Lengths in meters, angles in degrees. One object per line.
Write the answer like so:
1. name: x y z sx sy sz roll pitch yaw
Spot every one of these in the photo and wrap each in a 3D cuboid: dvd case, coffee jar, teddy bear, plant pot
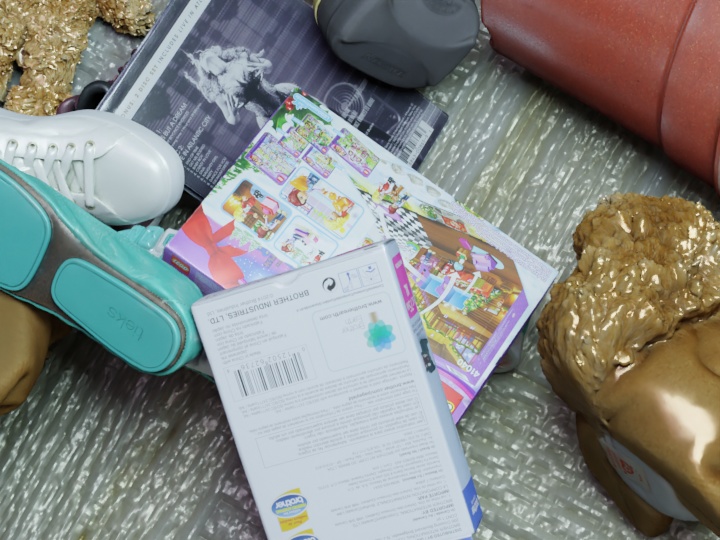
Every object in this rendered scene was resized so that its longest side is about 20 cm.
1. dvd case: -0.055 -0.099 1.057 0.200 0.016 0.149 36 75 -18
2. coffee jar: 0.006 -0.213 1.077 0.085 0.104 0.201 -44 46 27
3. teddy bear: -0.223 -0.193 1.151 0.145 0.067 0.200 35 78 17
4. plant pot: 0.195 -0.170 1.020 0.195 0.201 0.201 30 76 26

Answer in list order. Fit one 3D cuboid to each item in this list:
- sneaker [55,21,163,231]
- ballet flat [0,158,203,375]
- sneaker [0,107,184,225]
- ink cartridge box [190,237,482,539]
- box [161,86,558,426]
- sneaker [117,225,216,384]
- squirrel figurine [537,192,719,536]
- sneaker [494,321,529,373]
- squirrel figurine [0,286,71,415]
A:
1. sneaker: -0.144 -0.118 1.081 0.075 0.116 0.201 14 72 17
2. ballet flat: -0.171 -0.008 0.946 0.200 0.070 0.068 35 107 8
3. sneaker: -0.209 -0.058 0.991 0.199 0.073 0.085 10 26 17
4. ink cartridge box: -0.007 0.094 0.910 0.119 0.042 0.201 -17 93 15
5. box: 0.000 0.000 0.971 0.200 0.039 0.137 36 65 4
6. sneaker: -0.082 0.048 1.010 0.200 0.091 0.078 34 69 5
7. squirrel figurine: 0.206 0.037 0.931 0.187 0.141 0.200 -42 94 -15
8. sneaker: 0.012 0.003 1.033 0.199 0.071 0.080 16 62 -3
9. squirrel figurine: -0.253 0.063 1.013 0.141 0.187 0.200 35 44 12
